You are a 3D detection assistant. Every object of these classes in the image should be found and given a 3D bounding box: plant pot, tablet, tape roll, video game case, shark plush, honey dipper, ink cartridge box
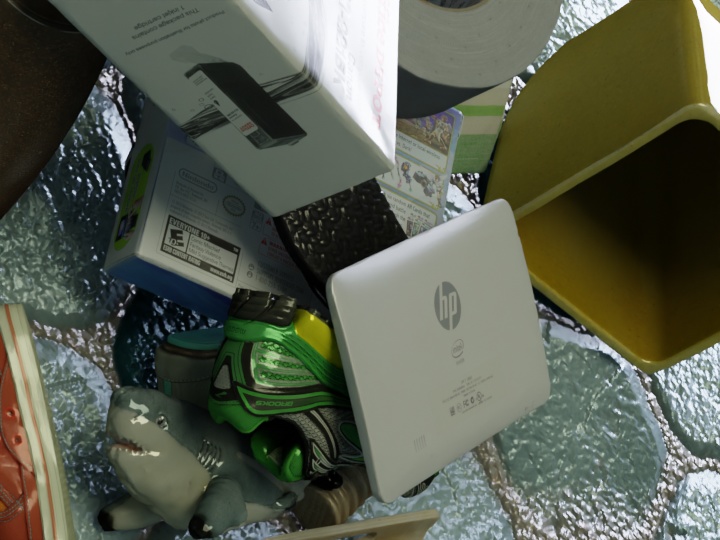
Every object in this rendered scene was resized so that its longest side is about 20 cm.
[{"bbox_3d":[0.216,-0.086,1.432,0.194,0.195,0.201,36,39,-30],"label":"plant pot"},{"bbox_3d":[-0.210,-0.128,1.084,0.186,0.200,0.188,18,60,-34],"label":"plant pot"},{"bbox_3d":[0.050,0.041,1.172,0.200,0.014,0.131,-25,104,-54],"label":"tablet"},{"bbox_3d":[0.029,-0.197,1.230,0.199,0.066,0.202,11,71,-35],"label":"tape roll"},{"bbox_3d":[-0.040,-0.049,1.206,0.199,0.045,0.182,25,64,-29],"label":"video game case"},{"bbox_3d":[-0.060,0.102,1.163,0.199,0.091,0.084,-2,90,-35],"label":"shark plush"},{"bbox_3d":[0.025,0.097,1.294,0.038,0.038,0.200,55,46,-7],"label":"honey dipper"},{"bbox_3d":[-0.063,-0.146,1.040,0.200,0.083,0.145,45,36,-43],"label":"ink cartridge box"}]

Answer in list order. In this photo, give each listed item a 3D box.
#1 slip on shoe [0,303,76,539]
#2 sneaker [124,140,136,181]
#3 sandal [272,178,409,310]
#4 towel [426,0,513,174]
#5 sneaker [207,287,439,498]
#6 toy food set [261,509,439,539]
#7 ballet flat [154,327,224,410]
[{"bbox_3d":[-0.189,0.120,1.094,0.061,0.074,0.201,-13,85,-7],"label":"slip on shoe"},{"bbox_3d":[-0.087,-0.115,1.286,0.200,0.083,0.072,-43,144,-28],"label":"sneaker"},{"bbox_3d":[0.000,0.000,1.174,0.200,0.045,0.075,50,58,-33],"label":"sandal"},{"bbox_3d":[0.053,-0.161,1.361,0.152,0.023,0.201,-1,113,-40],"label":"towel"},{"bbox_3d":[-0.024,0.086,1.153,0.200,0.078,0.086,38,71,-45],"label":"sneaker"},{"bbox_3d":[0.018,0.248,1.205,0.143,0.060,0.201,-4,75,-41],"label":"toy food set"},{"bbox_3d":[-0.044,0.057,1.248,0.199,0.067,0.064,-12,106,-42],"label":"ballet flat"}]
